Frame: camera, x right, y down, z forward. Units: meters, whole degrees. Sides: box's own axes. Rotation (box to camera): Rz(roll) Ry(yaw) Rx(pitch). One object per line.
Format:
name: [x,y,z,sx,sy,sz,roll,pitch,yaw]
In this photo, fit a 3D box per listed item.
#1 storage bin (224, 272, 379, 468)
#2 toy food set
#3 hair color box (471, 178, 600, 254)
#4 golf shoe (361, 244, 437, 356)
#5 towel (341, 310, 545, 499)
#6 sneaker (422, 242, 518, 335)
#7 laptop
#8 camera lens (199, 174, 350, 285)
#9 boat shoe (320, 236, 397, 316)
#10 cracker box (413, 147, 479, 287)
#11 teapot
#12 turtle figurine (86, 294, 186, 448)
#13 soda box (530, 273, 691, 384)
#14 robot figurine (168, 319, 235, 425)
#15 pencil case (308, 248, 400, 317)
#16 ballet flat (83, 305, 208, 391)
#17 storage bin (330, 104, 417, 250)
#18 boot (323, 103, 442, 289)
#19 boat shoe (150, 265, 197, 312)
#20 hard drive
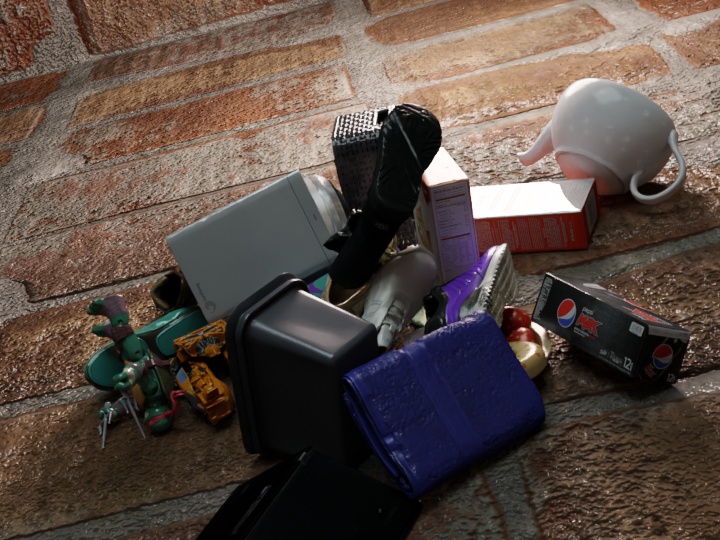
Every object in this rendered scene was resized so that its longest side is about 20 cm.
storage bin: [-0.045,0.119,1.397,0.134,0.201,0.145,18,38,33]
toy food set: [0.128,0.098,1.503,0.197,0.049,0.200,-7,26,16]
hair color box: [0.232,-0.076,1.803,0.199,0.064,0.111,-2,28,23]
golf shoe: [0.033,0.064,1.519,0.200,0.078,0.097,-54,24,6]
towel: [0.089,0.140,1.342,0.199,0.148,0.050,-24,-12,-30]
sneaker: [0.125,0.029,1.510,0.099,0.070,0.200,-6,25,23]
laptop: [-0.073,0.280,1.268,0.200,0.116,0.187,-33,9,37]
camera lens: [-0.111,-0.036,1.785,0.199,0.161,0.160,-19,25,-12]
boat shoe: [0.000,0.000,1.618,0.073,0.063,0.201,23,51,4]
cracker box: [0.109,-0.042,1.625,0.057,0.201,0.134,-12,23,-6]
teapot: [0.359,-0.176,1.853,0.147,0.197,0.200,-61,7,-11]
turtle figurine: [-0.283,0.137,1.568,0.100,0.150,0.201,-8,60,-30]
soda box: [0.283,0.063,1.446,0.070,0.064,0.200,9,13,-29]
robot figurine: [-0.177,0.121,1.605,0.144,0.059,0.200,-24,26,-16]
pencil case: [-0.029,0.036,1.679,0.199,0.086,0.092,-30,43,-32]
ballet flat: [-0.289,0.109,1.706,0.199,0.068,0.070,-28,7,-31]
storage bin: [0.026,-0.126,1.856,0.093,0.201,0.135,-10,24,7]
boot: [0.023,-0.090,1.549,0.076,0.168,0.201,25,48,-10]
boat shoe: [-0.262,0.026,1.784,0.072,0.073,0.200,-2,-1,-28]
hard drive: [-0.141,-0.030,1.679,0.199,0.132,0.027,-27,4,1]
